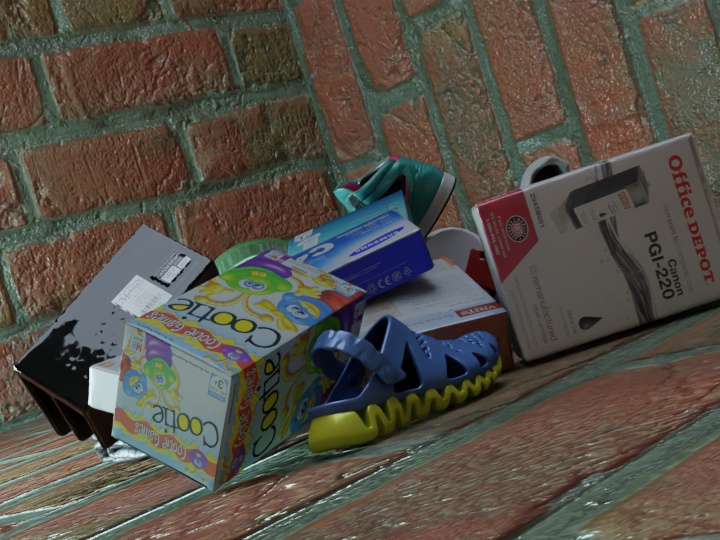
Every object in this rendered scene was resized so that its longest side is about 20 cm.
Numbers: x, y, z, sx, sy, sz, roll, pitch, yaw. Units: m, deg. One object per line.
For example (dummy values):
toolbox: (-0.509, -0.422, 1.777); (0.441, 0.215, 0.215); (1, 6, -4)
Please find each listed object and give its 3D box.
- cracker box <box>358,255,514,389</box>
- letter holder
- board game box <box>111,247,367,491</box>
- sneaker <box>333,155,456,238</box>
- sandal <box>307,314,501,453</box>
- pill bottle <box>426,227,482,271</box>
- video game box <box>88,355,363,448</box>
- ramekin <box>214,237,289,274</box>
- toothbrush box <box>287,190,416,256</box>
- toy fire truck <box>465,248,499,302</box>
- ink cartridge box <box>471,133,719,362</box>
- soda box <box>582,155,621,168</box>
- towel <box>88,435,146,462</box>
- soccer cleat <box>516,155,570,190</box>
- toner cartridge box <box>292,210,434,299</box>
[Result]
cracker box: (0.048, 0.050, 1.225); (0.132, 0.058, 0.200); (-13, 16, -8)
letter holder: (-0.229, 0.084, 1.342); (0.100, 0.143, 0.200); (25, 61, 27)
board game box: (-0.093, 0.072, 1.065); (0.104, 0.104, 0.200); (23, 28, 22)
sneaker: (0.013, -0.051, 1.552); (0.201, 0.120, 0.084); (-59, 6, 7)
sandal: (0.034, 0.074, 1.036); (0.199, 0.088, 0.079); (-16, -2, -43)
pill bottle: (0.112, 0.010, 1.625); (0.110, 0.113, 0.200); (-18, -10, 0)
video game box: (-0.119, 0.105, 1.228); (0.198, 0.047, 0.182); (10, 18, 30)
ramekin: (-0.119, 0.062, 1.740); (0.198, 0.202, 0.098); (-18, 9, -4)
toothbrush box: (0.000, 0.000, 1.424); (0.145, 0.086, 0.200); (-23, 15, 5)
toy fire truck: (0.177, 0.019, 1.347); (0.198, 0.049, 0.140); (13, -2, 39)
ink cartridge box: (0.213, -0.019, 1.160); (0.198, 0.147, 0.085); (-18, -1, 1)
soda box: (0.294, -0.092, 1.446); (0.068, 0.064, 0.200); (-13, -1, 19)
towel: (-0.196, 0.123, 1.432); (0.199, 0.086, 0.166); (-16, 22, 44)
soccer cleat: (0.193, -0.038, 1.508); (0.069, 0.203, 0.086); (14, -10, -3)
toner cartridge box: (-0.038, 0.010, 1.240); (0.198, 0.044, 0.095); (-25, 19, -9)
